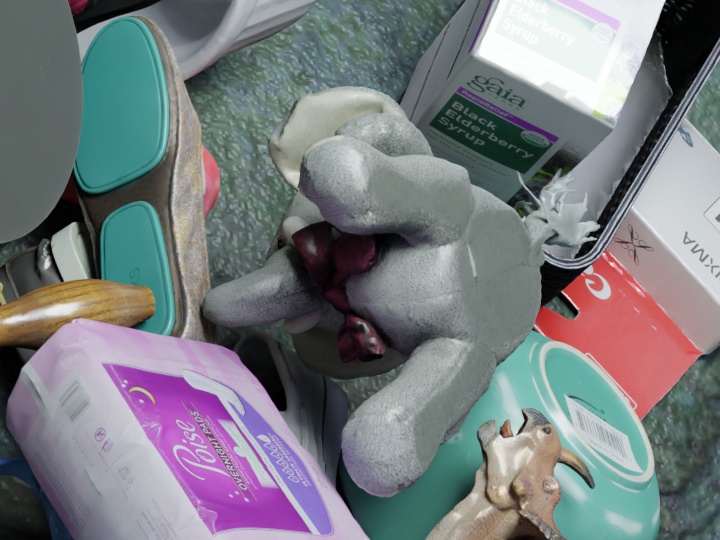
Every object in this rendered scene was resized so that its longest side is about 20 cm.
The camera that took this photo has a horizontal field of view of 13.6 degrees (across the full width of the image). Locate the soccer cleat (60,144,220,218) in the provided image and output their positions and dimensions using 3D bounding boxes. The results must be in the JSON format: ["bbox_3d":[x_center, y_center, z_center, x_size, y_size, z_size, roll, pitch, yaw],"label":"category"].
[{"bbox_3d":[-0.166,-0.076,1.576,0.199,0.067,0.077,23,22,-13],"label":"soccer cleat"}]

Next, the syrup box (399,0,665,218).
[{"bbox_3d":[0.076,-0.090,1.519,0.078,0.200,0.082,25,70,-7],"label":"syrup box"}]

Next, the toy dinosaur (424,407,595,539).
[{"bbox_3d":[0.052,0.179,1.443,0.135,0.201,0.086,-9,31,-21],"label":"toy dinosaur"}]

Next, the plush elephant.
[{"bbox_3d":[0.000,0.000,1.457,0.200,0.154,0.166,-28,109,-48],"label":"plush elephant"}]

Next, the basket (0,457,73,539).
[{"bbox_3d":[-0.187,0.183,1.333,0.176,0.139,0.201,-4,70,-38],"label":"basket"}]

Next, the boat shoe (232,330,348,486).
[{"bbox_3d":[-0.051,0.102,1.491,0.065,0.073,0.200,45,19,-22],"label":"boat shoe"}]

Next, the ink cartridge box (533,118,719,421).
[{"bbox_3d":[0.144,-0.032,1.748,0.200,0.045,0.176,47,47,2],"label":"ink cartridge box"}]

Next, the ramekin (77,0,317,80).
[{"bbox_3d":[-0.100,-0.204,1.605,0.098,0.200,0.201,-20,73,-47],"label":"ramekin"}]

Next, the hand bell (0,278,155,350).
[{"bbox_3d":[-0.183,0.031,1.382,0.199,0.104,0.105,-8,66,-33],"label":"hand bell"}]

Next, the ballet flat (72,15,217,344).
[{"bbox_3d":[-0.105,-0.030,1.507,0.067,0.068,0.201,39,41,-54],"label":"ballet flat"}]

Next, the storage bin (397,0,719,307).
[{"bbox_3d":[0.103,-0.095,1.684,0.135,0.094,0.200,34,70,-3],"label":"storage bin"}]

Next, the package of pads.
[{"bbox_3d":[-0.068,0.115,1.357,0.120,0.076,0.200,13,31,-46],"label":"package of pads"}]

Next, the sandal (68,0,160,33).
[{"bbox_3d":[-0.145,-0.159,1.539,0.045,0.200,0.075,16,54,-46],"label":"sandal"}]

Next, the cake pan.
[{"bbox_3d":[-0.196,-0.096,1.436,0.200,0.037,0.201,18,69,-58],"label":"cake pan"}]

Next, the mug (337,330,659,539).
[{"bbox_3d":[0.086,0.101,1.552,0.152,0.114,0.185,52,24,5],"label":"mug"}]

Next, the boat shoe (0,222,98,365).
[{"bbox_3d":[-0.127,0.079,1.497,0.202,0.060,0.072,68,15,16],"label":"boat shoe"}]
